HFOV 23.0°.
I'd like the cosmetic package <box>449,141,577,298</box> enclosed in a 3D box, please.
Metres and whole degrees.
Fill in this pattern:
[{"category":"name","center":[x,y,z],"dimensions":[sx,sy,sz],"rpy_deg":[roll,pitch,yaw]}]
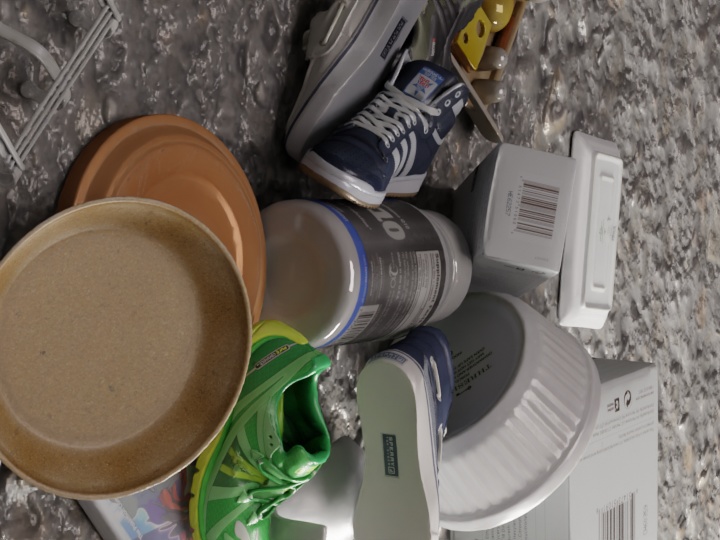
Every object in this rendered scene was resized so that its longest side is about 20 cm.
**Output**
[{"category":"cosmetic package","center":[0.123,-0.036,1.526],"dimensions":[0.200,0.073,0.103],"rpy_deg":[134,-32,-76]}]

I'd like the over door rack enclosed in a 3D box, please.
[{"category":"over door rack","center":[-0.216,-0.169,1.065],"dimensions":[0.201,0.066,0.149],"rpy_deg":[83,28,-55]}]

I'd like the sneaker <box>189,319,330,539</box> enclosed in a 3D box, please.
[{"category":"sneaker","center":[-0.069,0.138,1.270],"dimensions":[0.074,0.083,0.202],"rpy_deg":[-19,124,-57]}]

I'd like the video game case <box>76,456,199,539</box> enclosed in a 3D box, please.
[{"category":"video game case","center":[-0.125,0.144,1.296],"dimensions":[0.183,0.023,0.201],"rpy_deg":[-59,139,-36]}]

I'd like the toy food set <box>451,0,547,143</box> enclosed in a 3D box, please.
[{"category":"toy food set","center":[0.127,-0.239,1.615],"dimensions":[0.144,0.060,0.201],"rpy_deg":[50,52,-48]}]

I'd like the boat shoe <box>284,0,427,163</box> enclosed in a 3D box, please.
[{"category":"boat shoe","center":[-0.013,-0.181,1.397],"dimensions":[0.201,0.065,0.072],"rpy_deg":[-60,160,1]}]

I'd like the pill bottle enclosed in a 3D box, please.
[{"category":"pill bottle","center":[0.000,0.000,1.393],"dimensions":[0.199,0.113,0.115],"rpy_deg":[-4,97,-57]}]

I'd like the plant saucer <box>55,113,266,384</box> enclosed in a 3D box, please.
[{"category":"plant saucer","center":[-0.132,-0.009,1.238],"dimensions":[0.199,0.032,0.203],"rpy_deg":[6,83,-51]}]

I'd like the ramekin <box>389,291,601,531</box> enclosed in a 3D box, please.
[{"category":"ramekin","center":[0.096,0.108,1.491],"dimensions":[0.094,0.201,0.204],"rpy_deg":[47,55,-35]}]

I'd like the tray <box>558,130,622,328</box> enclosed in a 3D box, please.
[{"category":"tray","center":[0.247,-0.040,1.860],"dimensions":[0.107,0.022,0.202],"rpy_deg":[7,88,-58]}]

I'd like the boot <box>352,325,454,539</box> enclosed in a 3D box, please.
[{"category":"boot","center":[0.043,0.148,1.387],"dimensions":[0.090,0.072,0.202],"rpy_deg":[-33,129,-58]}]

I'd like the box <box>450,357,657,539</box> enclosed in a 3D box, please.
[{"category":"box","center":[0.187,0.194,1.690],"dimensions":[0.198,0.130,0.202],"rpy_deg":[-12,102,-56]}]

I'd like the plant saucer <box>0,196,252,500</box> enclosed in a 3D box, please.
[{"category":"plant saucer","center":[-0.166,0.048,1.154],"dimensions":[0.198,0.035,0.202],"rpy_deg":[-8,106,-29]}]

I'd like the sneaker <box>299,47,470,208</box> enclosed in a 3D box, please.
[{"category":"sneaker","center":[0.022,-0.113,1.373],"dimensions":[0.109,0.070,0.200],"rpy_deg":[-60,167,15]}]

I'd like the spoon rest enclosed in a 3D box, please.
[{"category":"spoon rest","center":[-0.034,0.189,1.398],"dimensions":[0.200,0.060,0.100],"rpy_deg":[-25,127,-77]}]

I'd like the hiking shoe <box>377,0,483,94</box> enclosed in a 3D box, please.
[{"category":"hiking shoe","center":[0.052,-0.236,1.484],"dimensions":[0.101,0.075,0.202],"rpy_deg":[39,62,-56]}]
